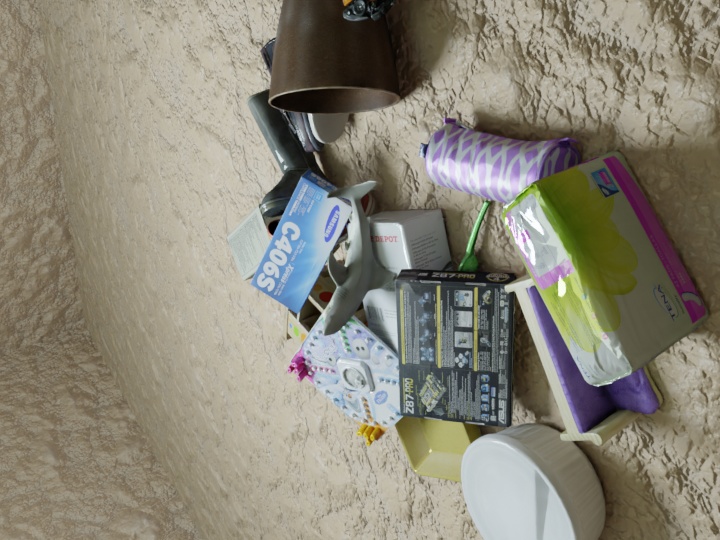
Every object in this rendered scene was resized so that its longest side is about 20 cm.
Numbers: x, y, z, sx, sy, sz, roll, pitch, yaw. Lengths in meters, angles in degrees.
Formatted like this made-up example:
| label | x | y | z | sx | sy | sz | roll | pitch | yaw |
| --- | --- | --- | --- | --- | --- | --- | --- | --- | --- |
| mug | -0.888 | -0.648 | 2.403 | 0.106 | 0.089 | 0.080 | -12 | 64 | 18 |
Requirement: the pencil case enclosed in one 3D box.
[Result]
| label | x | y | z | sx | sy | sz | roll | pitch | yaw |
| --- | --- | --- | --- | --- | --- | --- | --- | --- | --- |
| pencil case | 0.163 | -0.126 | 0.825 | 0.198 | 0.082 | 0.088 | 25 | 104 | 47 |

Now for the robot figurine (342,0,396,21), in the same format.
| label | x | y | z | sx | sy | sz | roll | pitch | yaw |
| --- | --- | --- | --- | --- | --- | --- | --- | --- | --- |
| robot figurine | 0.036 | -0.389 | 0.823 | 0.197 | 0.058 | 0.149 | -26 | 84 | 32 |

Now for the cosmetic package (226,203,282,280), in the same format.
| label | x | y | z | sx | sy | sz | roll | pitch | yaw |
| --- | --- | --- | --- | --- | --- | --- | --- | --- | --- |
| cosmetic package | -0.182 | -0.061 | 1.373 | 0.199 | 0.086 | 0.106 | -26 | 84 | 59 |

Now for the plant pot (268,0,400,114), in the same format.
| label | x | y | z | sx | sy | sz | roll | pitch | yaw |
| --- | --- | --- | --- | --- | --- | --- | --- | --- | --- |
| plant pot | -0.038 | -0.332 | 0.950 | 0.185 | 0.183 | 0.207 | 2 | 94 | 56 |

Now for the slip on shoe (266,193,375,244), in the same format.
| label | x | y | z | sx | sy | sz | roll | pitch | yaw |
| --- | --- | --- | --- | --- | --- | --- | --- | --- | --- |
| slip on shoe | -0.066 | -0.079 | 1.128 | 0.061 | 0.195 | 0.076 | 51 | -151 | -42 |

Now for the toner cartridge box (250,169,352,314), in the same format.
| label | x | y | z | sx | sy | sz | roll | pitch | yaw |
| --- | --- | --- | --- | --- | --- | --- | --- | --- | --- |
| toner cartridge box | -0.090 | -0.042 | 1.091 | 0.093 | 0.043 | 0.203 | 29 | 112 | -1 |

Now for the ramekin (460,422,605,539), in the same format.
| label | x | y | z | sx | sy | sz | roll | pitch | yaw |
| --- | --- | --- | --- | --- | --- | --- | --- | --- | --- |
| ramekin | 0.234 | 0.301 | 0.929 | 0.201 | 0.092 | 0.208 | 33 | 132 | 45 |

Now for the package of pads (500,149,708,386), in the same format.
| label | x | y | z | sx | sy | sz | roll | pitch | yaw |
| --- | --- | --- | --- | --- | --- | --- | --- | --- | --- |
| package of pads | 0.242 | -0.006 | 0.694 | 0.204 | 0.152 | 0.068 | 63 | 147 | 9 |

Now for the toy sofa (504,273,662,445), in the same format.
| label | x | y | z | sx | sy | sz | roll | pitch | yaw |
| --- | --- | --- | --- | --- | --- | --- | --- | --- | --- |
| toy sofa | 0.252 | 0.086 | 0.795 | 0.097 | 0.081 | 0.205 | -22 | 88 | 59 |

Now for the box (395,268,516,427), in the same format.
| label | x | y | z | sx | sy | sz | roll | pitch | yaw |
| --- | --- | --- | --- | --- | --- | --- | --- | --- | --- |
| box | 0.128 | 0.104 | 0.937 | 0.156 | 0.049 | 0.206 | 1 | 109 | 15 |

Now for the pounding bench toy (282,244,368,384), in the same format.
| label | x | y | z | sx | sy | sz | roll | pitch | yaw |
| --- | --- | --- | --- | --- | --- | --- | --- | --- | --- |
| pounding bench toy | -0.038 | 0.062 | 1.186 | 0.156 | 0.122 | 0.204 | 41 | 138 | 37 |

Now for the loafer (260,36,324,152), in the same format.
| label | x | y | z | sx | sy | sz | roll | pitch | yaw |
| --- | --- | --- | --- | --- | --- | --- | --- | --- | --- |
| loafer | -0.112 | -0.286 | 1.148 | 0.061 | 0.072 | 0.206 | -18 | 85 | 20 |

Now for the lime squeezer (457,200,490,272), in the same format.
| label | x | y | z | sx | sy | sz | roll | pitch | yaw |
| --- | --- | --- | --- | --- | --- | --- | --- | --- | --- |
| lime squeezer | 0.157 | 0.010 | 0.942 | 0.070 | 0.037 | 0.206 | 7 | 111 | 55 |

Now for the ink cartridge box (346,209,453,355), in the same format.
| label | x | y | z | sx | sy | sz | roll | pitch | yaw |
| --- | --- | --- | --- | --- | --- | --- | --- | --- | --- |
| ink cartridge box | 0.067 | 0.018 | 1.039 | 0.144 | 0.082 | 0.206 | 5 | 111 | 56 |

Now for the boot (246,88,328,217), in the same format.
| label | x | y | z | sx | sy | sz | roll | pitch | yaw |
| --- | --- | --- | --- | --- | --- | --- | --- | --- | --- |
| boot | -0.136 | -0.200 | 1.161 | 0.071 | 0.181 | 0.205 | -20 | 93 | 34 |

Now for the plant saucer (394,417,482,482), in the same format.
| label | x | y | z | sx | sy | sz | roll | pitch | yaw |
| --- | --- | --- | --- | --- | --- | --- | --- | --- | --- |
| plant saucer | 0.117 | 0.225 | 1.099 | 0.199 | 0.048 | 0.205 | -17 | 96 | 61 |

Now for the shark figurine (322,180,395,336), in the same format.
| label | x | y | z | sx | sy | sz | roll | pitch | yaw |
| --- | --- | --- | --- | --- | --- | --- | --- | --- | --- |
| shark figurine | 0.008 | -0.020 | 0.984 | 0.087 | 0.127 | 0.222 | 13 | 102 | 24 |

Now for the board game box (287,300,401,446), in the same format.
| label | x | y | z | sx | sy | sz | roll | pitch | yaw |
| --- | --- | --- | --- | --- | --- | --- | --- | --- | --- |
| board game box | -0.012 | 0.170 | 1.103 | 0.199 | 0.026 | 0.201 | 41 | 137 | 4 |

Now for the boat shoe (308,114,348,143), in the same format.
| label | x | y | z | sx | sy | sz | roll | pitch | yaw |
| --- | --- | --- | --- | --- | --- | --- | --- | --- | --- |
| boat shoe | -0.068 | -0.308 | 1.094 | 0.092 | 0.073 | 0.206 | 28 | 123 | 56 |
